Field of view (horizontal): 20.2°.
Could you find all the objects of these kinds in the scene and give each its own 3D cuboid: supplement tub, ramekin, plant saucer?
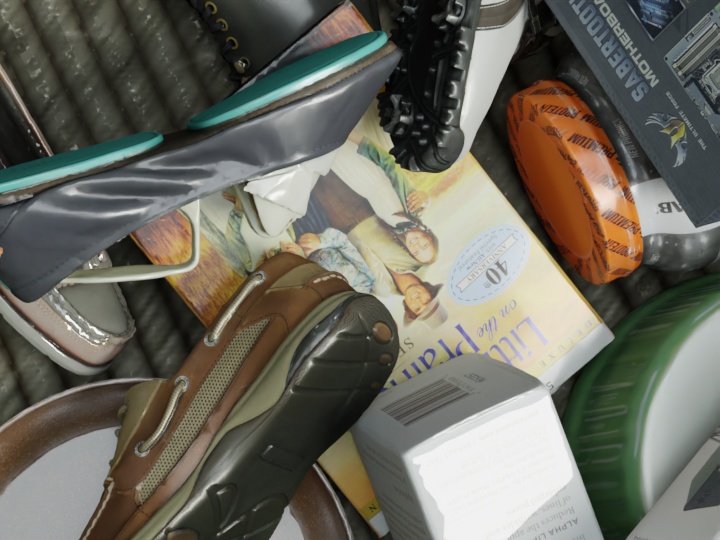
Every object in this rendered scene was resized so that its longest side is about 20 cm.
[{"bbox_3d":[0.176,-0.077,0.929,0.199,0.123,0.123,-26,86,-10],"label":"supplement tub"},{"bbox_3d":[0.196,0.092,0.919,0.199,0.098,0.201,1,82,-7],"label":"ramekin"},{"bbox_3d":[-0.099,0.149,0.906,0.199,0.032,0.201,1,82,-6],"label":"plant saucer"}]

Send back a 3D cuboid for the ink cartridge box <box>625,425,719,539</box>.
[{"bbox_3d":[0.200,0.122,0.813,0.145,0.084,0.200,44,78,-10],"label":"ink cartridge box"}]

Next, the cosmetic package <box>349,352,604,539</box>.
[{"bbox_3d":[0.069,0.145,0.874,0.074,0.102,0.201,-25,102,-10],"label":"cosmetic package"}]

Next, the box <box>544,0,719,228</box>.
[{"bbox_3d":[0.140,-0.142,0.803,0.051,0.158,0.200,-18,70,-43],"label":"box"}]

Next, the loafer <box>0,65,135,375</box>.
[{"bbox_3d":[-0.161,-0.047,0.901,0.063,0.072,0.200,-39,85,21],"label":"loafer"}]

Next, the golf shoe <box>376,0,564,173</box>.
[{"bbox_3d":[0.067,-0.120,0.898,0.094,0.078,0.201,26,58,-22],"label":"golf shoe"}]

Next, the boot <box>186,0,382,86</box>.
[{"bbox_3d":[-0.085,-0.134,0.936,0.199,0.077,0.139,-9,99,4],"label":"boot"}]

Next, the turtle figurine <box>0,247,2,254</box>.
[{"bbox_3d":[-0.243,0.030,0.841,0.200,0.161,0.065,-28,86,-10],"label":"turtle figurine"}]

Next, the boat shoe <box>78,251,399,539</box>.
[{"bbox_3d":[-0.068,0.078,0.873,0.200,0.076,0.074,-49,58,1],"label":"boat shoe"}]

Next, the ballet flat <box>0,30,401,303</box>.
[{"bbox_3d":[-0.069,-0.038,0.857,0.199,0.073,0.073,-22,85,-8],"label":"ballet flat"}]

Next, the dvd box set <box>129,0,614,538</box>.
[{"bbox_3d":[0.000,0.000,0.919,0.146,0.029,0.200,-39,98,-4],"label":"dvd box set"}]
